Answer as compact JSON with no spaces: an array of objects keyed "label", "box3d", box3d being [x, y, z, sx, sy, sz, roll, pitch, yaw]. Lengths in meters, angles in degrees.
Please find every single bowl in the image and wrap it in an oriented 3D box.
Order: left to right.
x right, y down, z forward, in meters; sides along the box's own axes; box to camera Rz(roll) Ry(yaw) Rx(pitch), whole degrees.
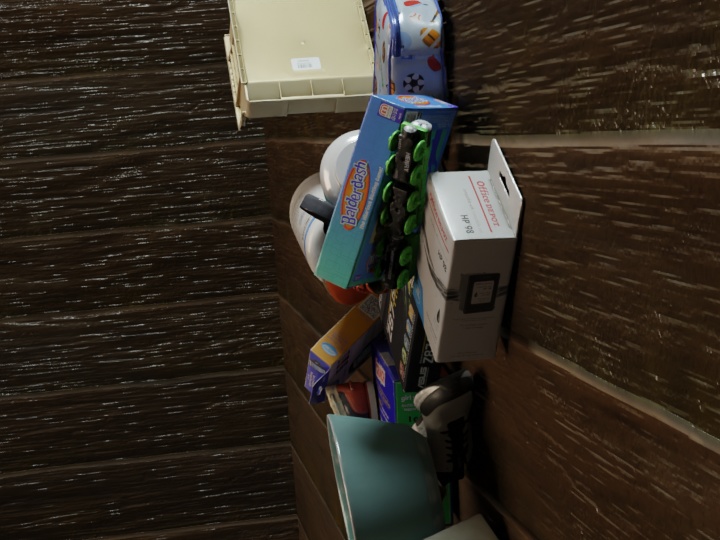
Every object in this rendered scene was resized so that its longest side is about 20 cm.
[{"label":"bowl","box3d":[0.031,0.249,1.600,0.201,0.105,0.201,169,90,-86]}]

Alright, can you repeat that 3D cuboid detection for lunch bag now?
[{"label":"lunch bag","box3d":[0.052,-0.225,1.658,0.160,0.075,0.200,-104,13,-54]}]

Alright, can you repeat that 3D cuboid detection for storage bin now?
[{"label":"storage bin","box3d":[-0.085,-0.300,2.077,0.094,0.200,0.199,102,161,-55]}]

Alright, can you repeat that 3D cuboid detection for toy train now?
[{"label":"toy train","box3d":[0.048,-0.068,1.475,0.056,0.042,0.200,-44,-31,-46]}]

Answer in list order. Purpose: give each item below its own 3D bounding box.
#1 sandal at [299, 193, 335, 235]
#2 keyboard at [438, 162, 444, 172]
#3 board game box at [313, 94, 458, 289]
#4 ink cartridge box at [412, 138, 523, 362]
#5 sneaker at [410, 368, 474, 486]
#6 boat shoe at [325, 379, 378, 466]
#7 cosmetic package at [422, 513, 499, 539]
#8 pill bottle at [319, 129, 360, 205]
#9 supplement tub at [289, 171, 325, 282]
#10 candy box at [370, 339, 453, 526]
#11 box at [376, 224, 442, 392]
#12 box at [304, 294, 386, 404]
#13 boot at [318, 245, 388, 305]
[{"label":"sandal","box3d":[-0.017,-0.041,1.807,0.076,0.200,0.043,24,86,39]},{"label":"keyboard","box3d":[0.106,-0.045,1.625,0.200,0.011,0.056,-105,13,-46]},{"label":"board game box","box3d":[0.029,-0.087,1.532,0.152,0.045,0.200,-13,-56,-65]},{"label":"ink cartridge box","box3d":[0.104,-0.020,1.441,0.116,0.067,0.200,-106,17,-49]},{"label":"sneaker","box3d":[0.104,0.180,1.637,0.200,0.074,0.080,92,155,-61]},{"label":"boat shoe","box3d":[-0.004,0.240,1.851,0.071,0.062,0.200,-145,49,-81]},{"label":"cosmetic package","box3d":[0.057,0.348,1.533,0.073,0.200,0.104,54,156,34]},{"label":"pill bottle","box3d":[0.005,-0.116,1.818,0.200,0.111,0.111,78,-174,-86]},{"label":"supplement tub","box3d":[-0.028,-0.060,2.075,0.200,0.132,0.132,-117,23,-69]},{"label":"candy box","box3d":[0.065,0.202,1.824,0.169,0.077,0.200,-119,24,-73]},{"label":"box","box3d":[0.067,0.018,1.693,0.161,0.049,0.200,-105,17,-48]},{"label":"box","box3d":[-0.007,0.090,1.887,0.041,0.200,0.119,41,155,15]},{"label":"boot","box3d":[0.000,0.000,1.724,0.200,0.075,0.107,106,154,-54]}]
